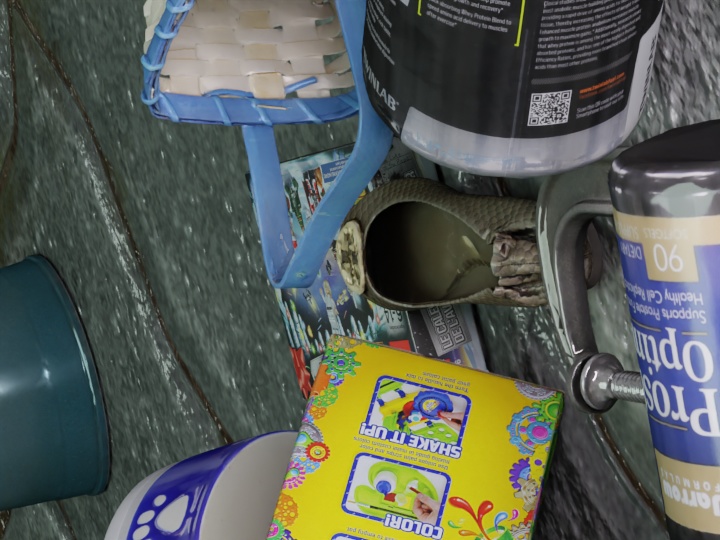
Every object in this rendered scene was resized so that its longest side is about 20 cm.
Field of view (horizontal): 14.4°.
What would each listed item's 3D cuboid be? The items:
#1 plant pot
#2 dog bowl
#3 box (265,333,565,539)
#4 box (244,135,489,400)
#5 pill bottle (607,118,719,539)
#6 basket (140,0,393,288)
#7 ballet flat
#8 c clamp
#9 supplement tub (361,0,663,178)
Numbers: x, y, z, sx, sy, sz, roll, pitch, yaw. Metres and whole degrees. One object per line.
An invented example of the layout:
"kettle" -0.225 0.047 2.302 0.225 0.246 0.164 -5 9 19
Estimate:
"plant pot" -0.321 0.108 2.273 0.200 0.188 0.200 164 90 -71
"dog bowl" -0.047 0.191 1.565 0.079 0.200 0.200 -22 82 37
"box" 0.010 0.175 1.393 0.200 0.122 0.193 101 -176 -50
"box" 0.000 0.000 1.542 0.200 0.040 0.137 170 84 -70
"pill bottle" 0.159 0.047 1.039 0.112 0.112 0.200 -163 60 -67
"basket" -0.030 -0.112 1.375 0.176 0.139 0.200 126 141 -59
"ballet flat" 0.040 -0.007 1.367 0.200 0.046 0.068 5 109 57
"c clamp" 0.133 0.030 1.201 0.200 0.027 0.171 16 117 58
"supplement tub" 0.066 -0.145 1.136 0.200 0.122 0.123 95 152 -44
